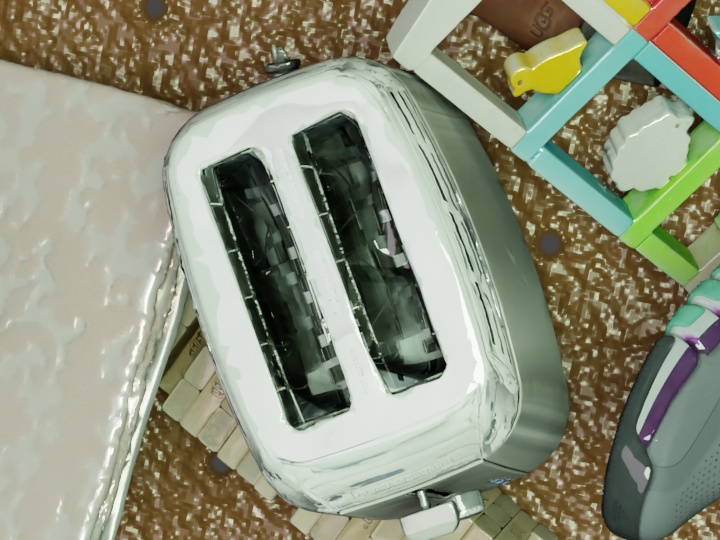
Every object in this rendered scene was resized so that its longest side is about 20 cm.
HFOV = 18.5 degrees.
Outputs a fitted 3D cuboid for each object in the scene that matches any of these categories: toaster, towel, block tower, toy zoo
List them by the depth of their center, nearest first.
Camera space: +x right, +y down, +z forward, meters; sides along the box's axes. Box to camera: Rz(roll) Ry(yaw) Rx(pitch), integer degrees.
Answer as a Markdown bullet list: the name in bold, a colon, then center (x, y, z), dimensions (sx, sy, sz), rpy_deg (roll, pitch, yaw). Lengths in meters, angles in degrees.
- **toaster**: center (0.000, 0.000, 0.810), dimensions (0.113, 0.129, 0.201), rpy_deg (-20, 85, 10)
- **toy zoo**: center (0.103, -0.089, 0.811), dimensions (0.200, 0.020, 0.131), rpy_deg (37, 109, -27)
- **block tower**: center (-0.015, 0.071, 0.909), dimensions (0.200, 0.058, 0.054), rpy_deg (39, 107, 8)
- **towel**: center (-0.155, 0.012, 0.916), dimensions (0.191, 0.032, 0.201), rpy_deg (15, 87, 32)

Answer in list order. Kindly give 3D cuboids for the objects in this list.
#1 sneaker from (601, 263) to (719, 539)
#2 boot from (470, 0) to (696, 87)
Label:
- **sneaker**: center (0.164, 0.032, 0.774), dimensions (0.087, 0.200, 0.075), rpy_deg (25, 141, 27)
- **boot**: center (0.051, -0.187, 0.856), dimensions (0.200, 0.068, 0.189), rpy_deg (22, 116, 16)
